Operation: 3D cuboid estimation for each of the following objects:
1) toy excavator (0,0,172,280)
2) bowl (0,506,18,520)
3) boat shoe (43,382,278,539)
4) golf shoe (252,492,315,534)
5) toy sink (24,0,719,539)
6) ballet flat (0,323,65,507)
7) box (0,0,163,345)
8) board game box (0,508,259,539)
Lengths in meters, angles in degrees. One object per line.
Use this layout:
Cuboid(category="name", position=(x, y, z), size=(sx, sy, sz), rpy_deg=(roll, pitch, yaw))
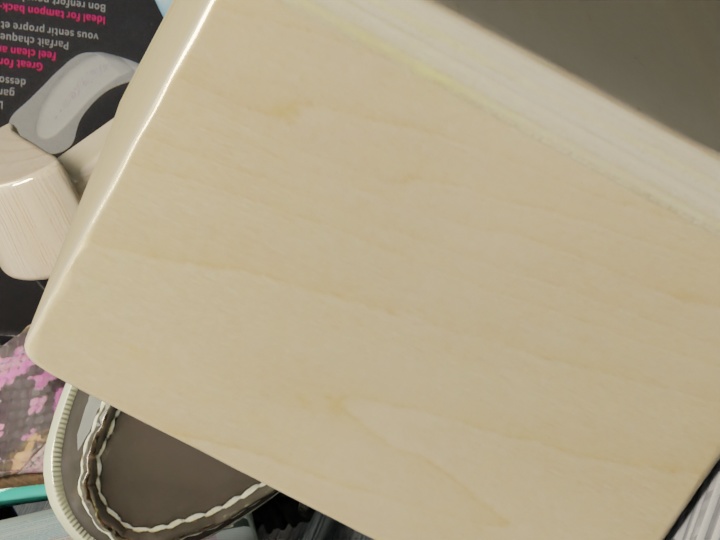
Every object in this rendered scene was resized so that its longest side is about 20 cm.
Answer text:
Cuboid(category="toy excavator", position=(-0.036, -0.085, 0.901), size=(0.193, 0.100, 0.200), rpy_deg=(-22, 23, 8))
Cuboid(category="bowl", position=(-0.145, 0.159, 0.910), size=(0.201, 0.039, 0.202), rpy_deg=(-6, -90, -78))
Cuboid(category="boat shoe", position=(-0.001, -0.003, 0.687), size=(0.201, 0.072, 0.061), rpy_deg=(-46, 13, -10))
Cuboid(category="golf shoe", position=(0.000, 0.000, 0.814), size=(0.200, 0.078, 0.095), rpy_deg=(-47, 9, 29))
Cuboid(category="toy sink", position=(0.018, -0.032, 0.593), size=(0.112, 0.130, 0.200), rpy_deg=(-59, 10, 23))
Cuboid(category="ballet flat", position=(-0.169, 0.057, 0.815), size=(0.069, 0.198, 0.072), rpy_deg=(40, -146, -80))
Cuboid(category="box", position=(-0.140, -0.069, 0.987), size=(0.106, 0.121, 0.202), rpy_deg=(163, 111, -63))
Cuboid(category="board game box", position=(-0.088, 0.115, 0.699), size=(0.200, 0.146, 0.065), rpy_deg=(-130, 27, -81))
